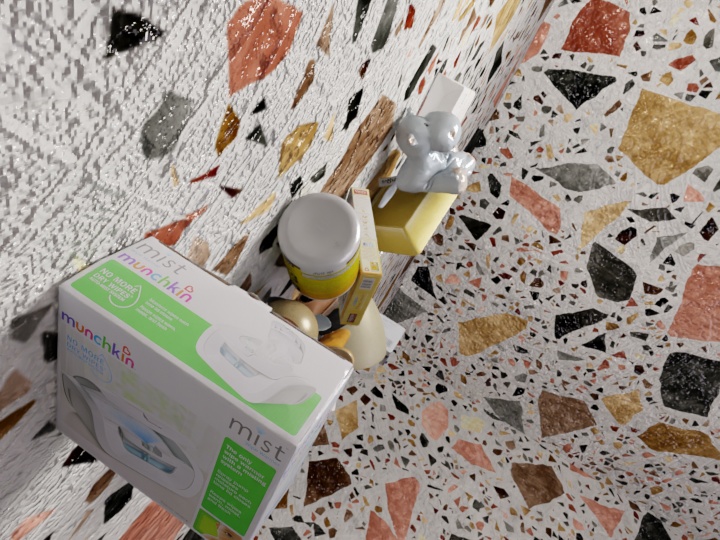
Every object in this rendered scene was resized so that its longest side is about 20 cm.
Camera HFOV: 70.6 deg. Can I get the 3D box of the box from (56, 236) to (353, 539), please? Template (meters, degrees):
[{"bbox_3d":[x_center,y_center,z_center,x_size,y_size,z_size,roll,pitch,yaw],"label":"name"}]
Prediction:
[{"bbox_3d":[-0.133,0.103,0.415,0.097,0.200,0.177,-47,167,-53],"label":"box"}]

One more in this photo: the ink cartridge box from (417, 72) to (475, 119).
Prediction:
[{"bbox_3d":[0.191,-0.360,1.128,0.117,0.067,0.200,-62,170,22],"label":"ink cartridge box"}]

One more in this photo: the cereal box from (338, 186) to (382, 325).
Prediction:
[{"bbox_3d":[-0.010,-0.026,0.885,0.144,0.039,0.200,113,-22,-48],"label":"cereal box"}]

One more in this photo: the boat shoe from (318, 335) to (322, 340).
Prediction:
[{"bbox_3d":[-0.135,0.172,1.130,0.066,0.070,0.200,-1,138,-47],"label":"boat shoe"}]

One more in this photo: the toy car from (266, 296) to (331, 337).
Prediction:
[{"bbox_3d":[-0.116,0.105,0.730,0.200,0.164,0.158,-70,-174,-62],"label":"toy car"}]

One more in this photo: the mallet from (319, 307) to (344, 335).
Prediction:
[{"bbox_3d":[-0.054,0.069,1.092,0.066,0.041,0.200,-22,-158,14],"label":"mallet"}]

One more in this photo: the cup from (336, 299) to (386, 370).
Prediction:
[{"bbox_3d":[-0.033,0.121,1.204,0.200,0.200,0.143,-45,142,-59],"label":"cup"}]

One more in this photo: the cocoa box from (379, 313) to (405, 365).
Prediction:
[{"bbox_3d":[0.051,0.255,2.027,0.133,0.200,0.131,-53,171,-36],"label":"cocoa box"}]

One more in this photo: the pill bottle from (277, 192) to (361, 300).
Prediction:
[{"bbox_3d":[-0.055,-0.022,0.734,0.109,0.109,0.200,-56,171,-17],"label":"pill bottle"}]

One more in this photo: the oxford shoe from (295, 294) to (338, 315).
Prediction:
[{"bbox_3d":[-0.120,0.092,0.988,0.200,0.071,0.071,-54,140,-13],"label":"oxford shoe"}]

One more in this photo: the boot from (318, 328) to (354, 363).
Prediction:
[{"bbox_3d":[-0.056,0.153,0.995,0.201,0.071,0.144,-25,-171,41],"label":"boot"}]

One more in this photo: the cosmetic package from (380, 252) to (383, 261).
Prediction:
[{"bbox_3d":[0.000,0.000,1.267,0.105,0.071,0.200,-56,171,-19],"label":"cosmetic package"}]

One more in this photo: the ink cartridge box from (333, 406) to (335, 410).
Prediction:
[{"bbox_3d":[-0.113,0.275,1.253,0.067,0.117,0.200,-61,-171,27],"label":"ink cartridge box"}]

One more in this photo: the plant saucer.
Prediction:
[{"bbox_3d":[0.084,-0.129,1.077,0.200,0.200,0.048,-56,130,-21],"label":"plant saucer"}]

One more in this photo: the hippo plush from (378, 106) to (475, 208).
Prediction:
[{"bbox_3d":[0.121,-0.243,0.988,0.161,0.200,0.159,75,12,-46],"label":"hippo plush"}]
